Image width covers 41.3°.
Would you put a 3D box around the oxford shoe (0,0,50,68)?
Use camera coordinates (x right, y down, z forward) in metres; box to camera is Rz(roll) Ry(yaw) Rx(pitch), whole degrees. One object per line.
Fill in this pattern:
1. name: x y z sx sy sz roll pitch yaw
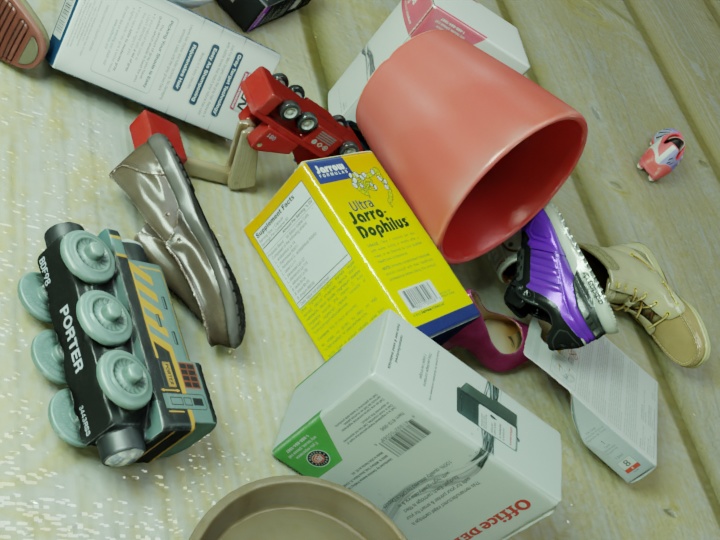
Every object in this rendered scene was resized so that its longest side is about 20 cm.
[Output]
1. oxford shoe: -0.341 -0.267 0.858 0.200 0.070 0.075 48 32 -1

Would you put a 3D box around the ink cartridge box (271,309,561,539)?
1. ink cartridge box: 0.051 0.148 0.808 0.200 0.147 0.083 37 37 -15

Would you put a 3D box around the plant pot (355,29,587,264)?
1. plant pot: 0.102 -0.137 0.981 0.200 0.201 0.177 -11 54 -48

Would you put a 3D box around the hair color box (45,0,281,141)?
1. hair color box: -0.188 -0.206 0.919 0.200 0.100 0.061 20 11 -32

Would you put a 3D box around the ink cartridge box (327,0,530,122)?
1. ink cartridge box: 0.074 -0.222 1.115 0.146 0.200 0.083 24 39 -28

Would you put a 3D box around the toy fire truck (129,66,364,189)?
1. toy fire truck: -0.105 -0.121 0.925 0.200 0.141 0.049 28 31 -48

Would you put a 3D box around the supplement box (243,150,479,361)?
1. supplement box: 0.000 0.000 0.918 0.109 0.109 0.200 -18 71 -50

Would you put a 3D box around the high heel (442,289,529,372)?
1. high heel: 0.147 0.056 1.023 0.200 0.096 0.068 11 50 -38

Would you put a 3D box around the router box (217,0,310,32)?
1. router box: -0.155 -0.395 1.165 0.200 0.051 0.149 47 39 -2

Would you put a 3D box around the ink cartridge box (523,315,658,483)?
1. ink cartridge box: 0.258 0.127 1.105 0.200 0.050 0.162 38 33 -6

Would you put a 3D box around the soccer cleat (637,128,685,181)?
1. soccer cleat: 0.542 -0.214 1.665 0.067 0.076 0.200 49 37 3

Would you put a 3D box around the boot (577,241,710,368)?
1. boot: 0.367 0.045 1.266 0.155 0.073 0.200 1 55 -44

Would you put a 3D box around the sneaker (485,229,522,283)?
1. sneaker: 0.170 -0.040 1.131 0.200 0.073 0.085 40 44 22

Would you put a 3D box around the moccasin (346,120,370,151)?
1. moccasin: 0.044 -0.112 1.095 0.200 0.068 0.081 15 48 -35

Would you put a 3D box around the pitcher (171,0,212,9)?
1. pitcher: -0.229 -0.337 0.967 0.171 0.122 0.200 -15 36 -34

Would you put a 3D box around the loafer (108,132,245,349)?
1. loafer: -0.159 -0.017 0.828 0.073 0.071 0.200 88 -23 -78

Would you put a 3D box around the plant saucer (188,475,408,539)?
1. plant saucer: -0.039 0.245 0.698 0.200 0.029 0.200 16 45 -17

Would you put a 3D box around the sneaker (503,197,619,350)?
1. sneaker: 0.195 0.000 1.047 0.070 0.099 0.200 43 21 -60

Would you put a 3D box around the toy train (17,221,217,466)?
1. toy train: -0.183 0.055 0.723 0.114 0.085 0.200 16 44 -52
